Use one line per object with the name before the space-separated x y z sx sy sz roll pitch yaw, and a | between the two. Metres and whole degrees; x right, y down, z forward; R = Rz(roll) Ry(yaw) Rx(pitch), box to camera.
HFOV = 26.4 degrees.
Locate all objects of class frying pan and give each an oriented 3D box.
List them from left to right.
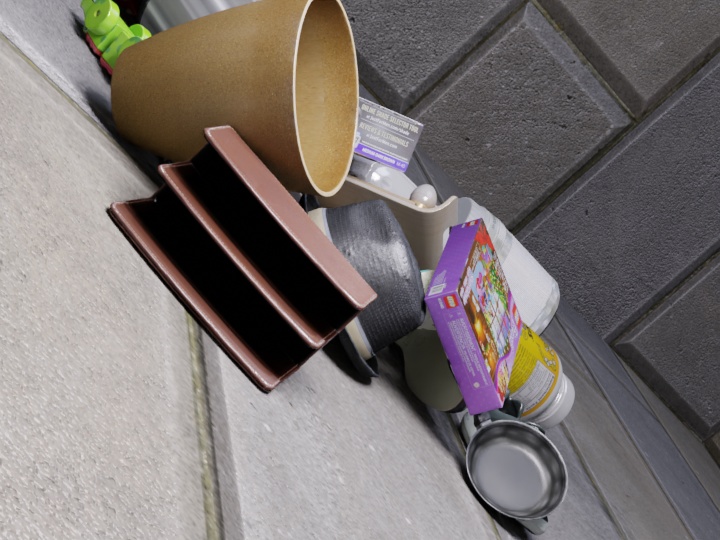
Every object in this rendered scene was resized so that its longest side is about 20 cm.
frying pan | 0.132 0.186 1.600 0.190 0.031 0.115 40 51 9

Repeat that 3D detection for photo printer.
photo printer | 0.014 -0.083 1.953 0.166 0.070 0.200 9 -26 50

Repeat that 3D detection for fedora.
fedora | 0.011 0.002 1.536 0.201 0.091 0.202 -20 90 -84

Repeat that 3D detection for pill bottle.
pill bottle | 0.190 0.123 1.968 0.200 0.113 0.113 41 12 -37

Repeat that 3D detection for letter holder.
letter holder | -0.097 -0.013 1.273 0.200 0.100 0.142 49 11 2

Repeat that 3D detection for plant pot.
plant pot | -0.122 -0.162 1.420 0.186 0.199 0.188 1 90 -72

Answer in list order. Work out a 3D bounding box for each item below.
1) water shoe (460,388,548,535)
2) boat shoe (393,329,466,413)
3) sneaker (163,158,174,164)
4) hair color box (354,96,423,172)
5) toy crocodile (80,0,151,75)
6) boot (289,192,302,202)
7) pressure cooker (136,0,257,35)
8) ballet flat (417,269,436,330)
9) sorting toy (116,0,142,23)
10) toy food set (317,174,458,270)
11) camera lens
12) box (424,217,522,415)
water shoe | 0.169 0.200 1.669 0.071 0.079 0.200 41 12 -35
boat shoe | 0.080 0.099 1.723 0.063 0.071 0.200 44 6 -38
sneaker | -0.109 -0.092 1.517 0.200 0.099 0.070 47 12 -4
hair color box | -0.021 -0.176 1.800 0.109 0.065 0.200 20 3 -26
toy crocodile | -0.244 -0.223 1.588 0.067 0.062 0.200 36 11 -50
boot | -0.089 -0.066 1.701 0.188 0.068 0.200 45 0 24
pressure cooker | -0.138 -0.242 1.719 0.175 0.179 0.200 -12 57 -42
ballet flat | 0.087 0.034 1.680 0.062 0.068 0.200 37 23 19
sorting toy | -0.253 -0.352 1.839 0.199 0.070 0.200 40 -15 22
toy food set | 0.022 -0.077 1.817 0.199 0.061 0.144 24 -29 18
camera lens | 0.166 0.019 2.130 0.200 0.160 0.160 45 10 -17
box | 0.123 0.045 1.619 0.200 0.039 0.138 -64 135 -63
